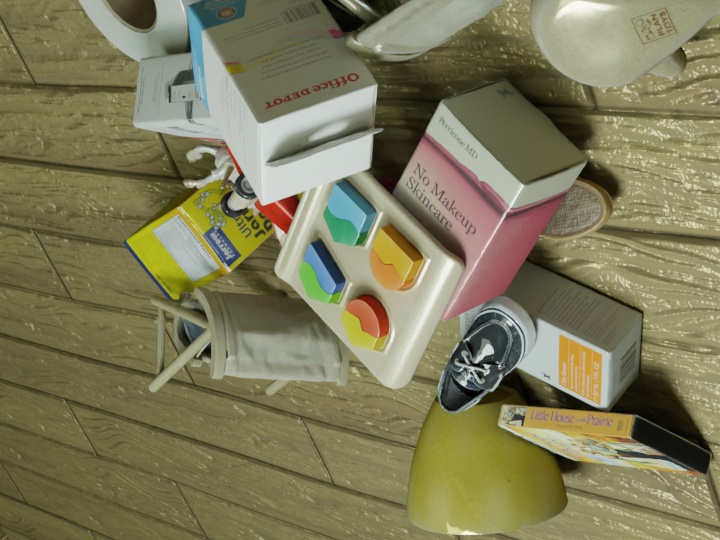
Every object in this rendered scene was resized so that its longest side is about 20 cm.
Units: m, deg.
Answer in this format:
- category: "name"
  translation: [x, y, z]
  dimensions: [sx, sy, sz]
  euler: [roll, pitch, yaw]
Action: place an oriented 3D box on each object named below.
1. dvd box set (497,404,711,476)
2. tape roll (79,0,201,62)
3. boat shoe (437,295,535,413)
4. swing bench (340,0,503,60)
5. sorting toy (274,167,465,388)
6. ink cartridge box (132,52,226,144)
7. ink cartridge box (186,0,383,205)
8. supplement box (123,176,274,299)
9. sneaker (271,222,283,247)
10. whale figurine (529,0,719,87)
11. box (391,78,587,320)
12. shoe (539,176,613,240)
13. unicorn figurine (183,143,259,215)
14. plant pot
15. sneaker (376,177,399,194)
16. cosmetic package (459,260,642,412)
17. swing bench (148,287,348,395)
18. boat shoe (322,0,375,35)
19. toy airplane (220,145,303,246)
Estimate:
- category: "dvd box set"
  translation: [0.274, 0.191, 1.676]
  dimensions: [0.146, 0.030, 0.199]
  euler: [28, 162, -37]
- category: "tape roll"
  translation: [-0.254, -0.342, 1.731]
  dimensions: [0.202, 0.071, 0.203]
  euler: [31, 146, 24]
- category: "boat shoe"
  translation: [0.131, 0.100, 1.636]
  dimensions: [0.072, 0.068, 0.200]
  euler: [42, 149, 7]
- category: "swing bench"
  translation: [0.046, -0.300, 1.352]
  dimensions: [0.201, 0.130, 0.198]
  euler: [52, 148, -10]
- category: "sorting toy"
  translation: [0.000, 0.000, 1.528]
  dimensions: [0.200, 0.036, 0.186]
  euler: [42, 130, 23]
- category: "ink cartridge box"
  translation: [-0.142, -0.196, 1.683]
  dimensions: [0.199, 0.146, 0.084]
  euler: [3, 86, 47]
- category: "ink cartridge box"
  translation: [-0.073, -0.173, 1.467]
  dimensions: [0.126, 0.128, 0.201]
  euler: [94, 151, -54]
- category: "supplement box"
  translation: [-0.212, -0.050, 1.974]
  dimensions: [0.109, 0.110, 0.200]
  euler: [52, 149, -10]
- category: "sneaker"
  translation: [-0.031, -0.031, 1.824]
  dimensions: [0.082, 0.078, 0.200]
  euler: [-13, 126, 50]
- category: "whale figurine"
  translation: [0.243, -0.237, 1.256]
  dimensions: [0.198, 0.104, 0.159]
  euler: [-14, 131, 30]
- category: "box"
  translation: [0.115, -0.070, 1.495]
  dimensions: [0.128, 0.108, 0.201]
  euler: [47, 134, 21]
- category: "shoe"
  translation: [0.185, -0.069, 1.545]
  dimensions: [0.199, 0.053, 0.071]
  euler: [-2, 105, 46]
- category: "unicorn figurine"
  translation: [-0.149, -0.117, 1.807]
  dimensions: [0.136, 0.199, 0.075]
  euler: [-6, 82, 38]
- category: "plant pot"
  translation: [0.147, 0.220, 1.803]
  dimensions: [0.199, 0.199, 0.144]
  euler: [4, 104, 47]
- category: "sneaker"
  translation: [0.078, -0.037, 1.681]
  dimensions: [0.199, 0.074, 0.088]
  euler: [26, 143, 38]
- category: "cosmetic package"
  translation: [0.207, 0.062, 1.638]
  dimensions: [0.199, 0.071, 0.102]
  euler: [26, 144, 30]
- category: "swing bench"
  translation: [-0.148, 0.091, 1.947]
  dimensions: [0.199, 0.197, 0.131]
  euler: [-15, 72, 54]
- category: "boat shoe"
  translation: [-0.064, -0.325, 1.522]
  dimensions: [0.200, 0.074, 0.068]
  euler: [49, 145, -9]
- category: "toy airplane"
  translation: [-0.042, -0.070, 1.655]
  dimensions: [0.199, 0.141, 0.200]
  euler: [17, 147, 35]
